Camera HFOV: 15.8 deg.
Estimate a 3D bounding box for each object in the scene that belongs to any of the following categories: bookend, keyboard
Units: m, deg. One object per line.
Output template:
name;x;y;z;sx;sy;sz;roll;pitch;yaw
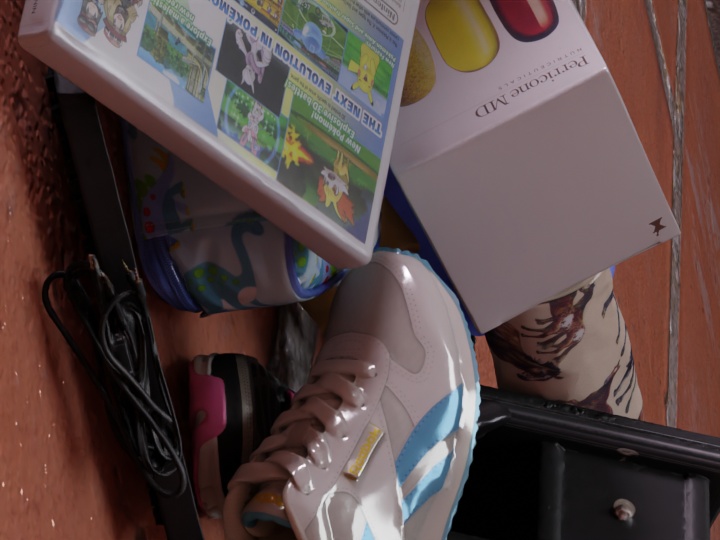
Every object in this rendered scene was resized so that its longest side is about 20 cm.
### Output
bookend;0.092;0.171;1.313;0.092;0.197;0.201;110;-10;-47
keyboard;-0.103;0.015;1.015;0.104;0.039;0.201;-127;-157;-70

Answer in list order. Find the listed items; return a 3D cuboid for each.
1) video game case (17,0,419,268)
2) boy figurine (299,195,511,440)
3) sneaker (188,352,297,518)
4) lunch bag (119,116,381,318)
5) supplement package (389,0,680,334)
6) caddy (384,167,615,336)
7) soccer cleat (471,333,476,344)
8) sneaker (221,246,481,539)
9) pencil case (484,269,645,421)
video game case;-0.045;-0.124;1.030;0.200;0.022;0.184;36;57;-45
boy figurine;0.000;0.000;1.282;0.201;0.064;0.124;67;-23;11
sneaker;-0.019;0.084;1.173;0.200;0.087;0.074;54;32;-62
lunch bag;-0.051;-0.085;1.137;0.161;0.082;0.202;-35;116;-71
supplement package;0.061;-0.087;1.256;0.110;0.113;0.200;60;5;-38
caddy;0.070;-0.062;1.453;0.200;0.105;0.142;50;31;-24
soccer cleat;0.035;0.076;1.467;0.068;0.073;0.201;0;66;-57
sneaker;-0.007;0.084;1.079;0.080;0.076;0.202;22;71;-39
pencil case;0.112;0.047;1.390;0.090;0.077;0.201;-58;146;-33
